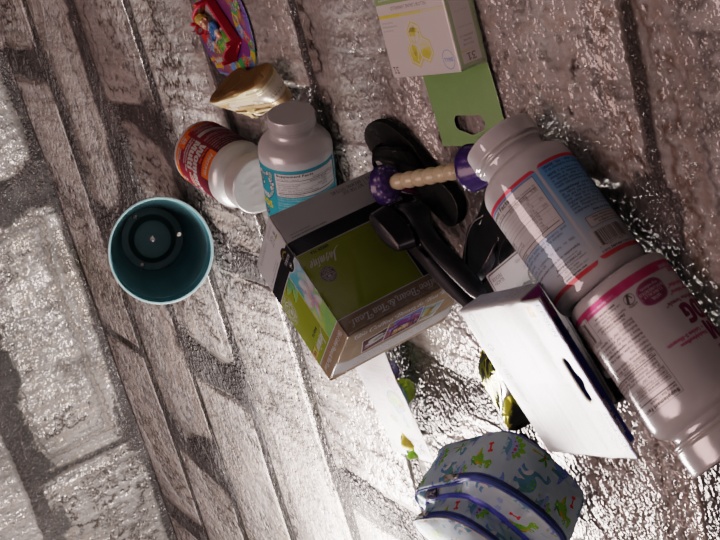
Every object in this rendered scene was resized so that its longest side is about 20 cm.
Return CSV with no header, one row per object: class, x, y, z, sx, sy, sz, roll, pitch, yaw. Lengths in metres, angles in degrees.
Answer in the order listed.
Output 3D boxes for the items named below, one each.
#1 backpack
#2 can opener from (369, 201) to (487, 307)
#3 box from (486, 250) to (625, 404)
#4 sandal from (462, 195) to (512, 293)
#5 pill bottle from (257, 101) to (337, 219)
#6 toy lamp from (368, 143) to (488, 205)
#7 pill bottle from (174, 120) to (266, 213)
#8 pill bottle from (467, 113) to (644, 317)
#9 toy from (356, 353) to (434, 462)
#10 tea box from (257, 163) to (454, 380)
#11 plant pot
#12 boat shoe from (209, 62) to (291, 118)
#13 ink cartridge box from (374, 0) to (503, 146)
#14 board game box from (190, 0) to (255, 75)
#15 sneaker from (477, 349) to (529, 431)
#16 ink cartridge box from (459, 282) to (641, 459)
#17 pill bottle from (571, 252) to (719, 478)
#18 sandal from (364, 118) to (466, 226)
backpack,0.180,0.309,1.590,0.182,0.148,0.200,40,146,-10
can opener,0.092,-0.014,1.525,0.200,0.078,0.064,47,160,31
box,0.233,0.063,1.393,0.202,0.060,0.117,61,155,10
sandal,0.150,-0.032,1.490,0.076,0.042,0.202,50,151,29
pill bottle,-0.089,-0.139,1.786,0.111,0.110,0.202,37,143,45
toy lamp,0.093,-0.115,1.476,0.198,0.058,0.059,-9,105,47
pill bottle,-0.215,-0.167,2.009,0.199,0.109,0.111,32,140,50
pill bottle,0.199,-0.061,1.291,0.201,0.108,0.109,57,154,17
toy,0.056,0.191,1.874,0.115,0.047,0.203,6,121,58
tea box,0.000,0.000,1.629,0.198,0.198,0.134,55,153,20
plant pot,-0.394,-0.050,2.393,0.188,0.198,0.203,-150,39,-74
boat shoe,-0.167,-0.263,1.872,0.069,0.074,0.199,41,166,-24
ink cartridge box,0.092,-0.233,1.421,0.145,0.047,0.203,11,119,60
board game box,-0.230,-0.374,1.932,0.199,0.039,0.160,24,133,56
sneaker,0.177,0.110,1.528,0.085,0.074,0.202,41,146,41
ink cartridge box,0.208,0.108,1.316,0.198,0.043,0.200,58,160,-7
pill bottle,0.307,0.093,1.213,0.201,0.112,0.114,57,154,17
sandal,0.058,-0.127,1.578,0.200,0.048,0.076,45,149,35
